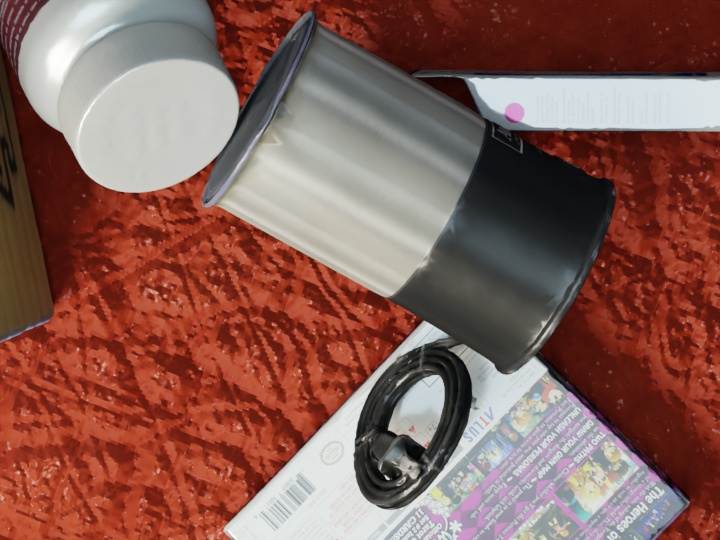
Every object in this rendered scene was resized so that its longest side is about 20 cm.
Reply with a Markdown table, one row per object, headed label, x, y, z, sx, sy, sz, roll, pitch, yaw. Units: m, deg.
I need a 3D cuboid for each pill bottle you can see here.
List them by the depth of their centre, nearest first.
| label | x | y | z | sx | sy | sz | roll | pitch | yaw |
| --- | --- | --- | --- | --- | --- | --- | --- | --- | --- |
| pill bottle | -0.142 | -0.140 | 1.582 | 0.109 | 0.110 | 0.200 | -35 | 50 | 7 |

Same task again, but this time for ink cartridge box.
| label | x | y | z | sx | sy | sz | roll | pitch | yaw |
| --- | --- | --- | --- | --- | --- | --- | --- | --- | --- |
| ink cartridge box | 0.126 | -0.094 | 1.614 | 0.199 | 0.095 | 0.037 | 3 | 96 | 5 |

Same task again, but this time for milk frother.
| label | x | y | z | sx | sy | sz | roll | pitch | yaw |
| --- | --- | --- | --- | --- | --- | --- | --- | --- | --- |
| milk frother | 0.000 | 0.000 | 1.558 | 0.188 | 0.180 | 0.201 | 29 | 78 | -9 |

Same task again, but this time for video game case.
| label | x | y | z | sx | sy | sz | roll | pitch | yaw |
| --- | --- | --- | --- | --- | --- | --- | --- | --- | --- |
| video game case | 0.054 | 0.137 | 1.670 | 0.181 | 0.036 | 0.200 | 43 | 97 | 2 |

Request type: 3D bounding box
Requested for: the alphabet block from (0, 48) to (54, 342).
| label | x | y | z | sx | sy | sz | roll | pitch | yaw |
| --- | --- | --- | --- | --- | --- | --- | --- | --- | --- |
| alphabet block | -0.292 | -0.045 | 1.610 | 0.194 | 0.196 | 0.201 | -12 | 93 | 5 |
